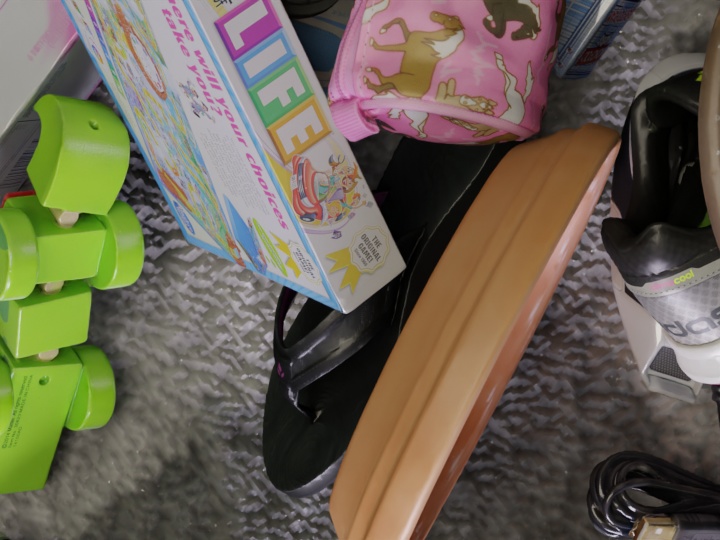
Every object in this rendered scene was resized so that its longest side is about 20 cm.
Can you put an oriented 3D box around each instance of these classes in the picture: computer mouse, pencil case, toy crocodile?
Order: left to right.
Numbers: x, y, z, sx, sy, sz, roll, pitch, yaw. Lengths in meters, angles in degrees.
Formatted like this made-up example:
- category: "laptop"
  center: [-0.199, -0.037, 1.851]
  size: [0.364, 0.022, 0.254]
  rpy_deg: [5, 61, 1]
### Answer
- category: "toy crocodile"
  center: [-0.143, 0.018, 0.900]
  size: [0.062, 0.067, 0.201]
  rpy_deg: [48, 133, 41]
- category: "pencil case"
  center: [0.039, -0.144, 0.752]
  size: [0.086, 0.083, 0.201]
  rpy_deg: [7, 91, 12]
- category: "computer mouse"
  center: [0.136, 0.014, 0.823]
  size: [0.109, 0.044, 0.201]
  rpy_deg: [0, 86, -24]

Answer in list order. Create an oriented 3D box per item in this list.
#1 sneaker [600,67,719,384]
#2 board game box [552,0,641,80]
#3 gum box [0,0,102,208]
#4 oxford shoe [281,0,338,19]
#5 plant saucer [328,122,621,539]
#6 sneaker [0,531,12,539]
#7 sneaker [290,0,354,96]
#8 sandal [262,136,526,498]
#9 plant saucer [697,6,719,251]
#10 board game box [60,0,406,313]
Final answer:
- category: "sneaker"
  center: [0.153, -0.061, 0.766]
  size: [0.074, 0.087, 0.201]
  rpy_deg: [12, 70, 55]
- category: "board game box"
  center: [0.078, -0.189, 0.823]
  size: [0.199, 0.062, 0.201]
  rpy_deg: [24, 101, 14]
- category: "gum box"
  center: [-0.199, -0.081, 0.919]
  size: [0.113, 0.066, 0.200]
  rpy_deg: [42, 106, 9]
- category: "oxford shoe"
  center: [-0.036, -0.182, 0.824]
  size: [0.072, 0.084, 0.201]
  rpy_deg: [1, 66, -18]
- category: "plant saucer"
  center: [0.040, 0.030, 0.782]
  size: [0.037, 0.200, 0.201]
  rpy_deg: [26, 103, 7]
- category: "sneaker"
  center: [-0.146, 0.163, 0.922]
  size: [0.199, 0.074, 0.089]
  rpy_deg: [-4, 96, 18]
- category: "sneaker"
  center: [-0.080, -0.137, 0.873]
  size: [0.199, 0.072, 0.073]
  rpy_deg: [30, 97, 14]
- category: "sandal"
  center: [0.000, -0.001, 0.859]
  size: [0.075, 0.048, 0.201]
  rpy_deg: [36, 102, 53]
- category: "plant saucer"
  center: [0.210, -0.049, 0.742]
  size: [0.199, 0.029, 0.201]
  rpy_deg: [0, 89, -26]
- category: "board game box"
  center: [-0.067, -0.086, 0.806]
  size: [0.034, 0.134, 0.201]
  rpy_deg: [-37, 120, -19]
